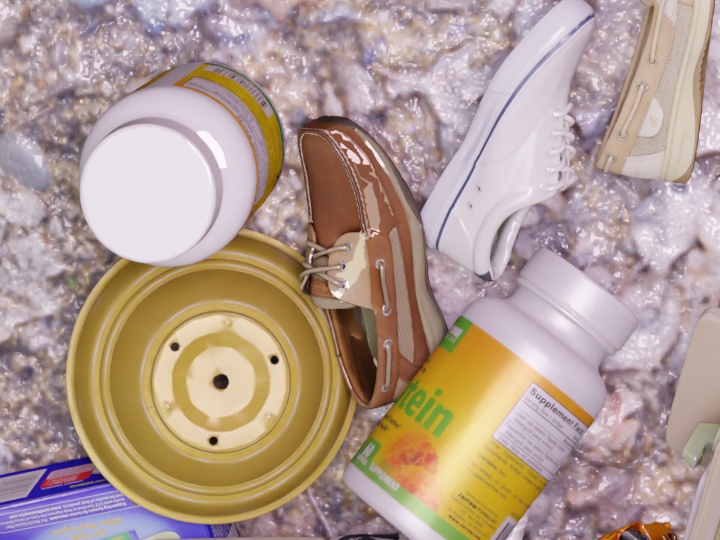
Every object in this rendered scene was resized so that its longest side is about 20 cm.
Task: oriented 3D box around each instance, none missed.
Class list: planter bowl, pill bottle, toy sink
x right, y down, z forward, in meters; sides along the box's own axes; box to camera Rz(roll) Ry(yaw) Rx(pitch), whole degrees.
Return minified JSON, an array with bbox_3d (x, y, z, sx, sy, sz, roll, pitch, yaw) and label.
[{"bbox_3d":[-0.094,0.071,1.615,0.199,0.083,0.202,0,91,-8],"label":"planter bowl"},{"bbox_3d":[-0.114,-0.065,1.543,0.112,0.200,0.114,1,102,6],"label":"pill bottle"},{"bbox_3d":[0.273,0.135,1.545,0.199,0.112,0.131,25,135,17],"label":"toy sink"},{"bbox_3d":[0.089,0.088,1.585,0.111,0.111,0.200,37,88,-3],"label":"pill bottle"}]

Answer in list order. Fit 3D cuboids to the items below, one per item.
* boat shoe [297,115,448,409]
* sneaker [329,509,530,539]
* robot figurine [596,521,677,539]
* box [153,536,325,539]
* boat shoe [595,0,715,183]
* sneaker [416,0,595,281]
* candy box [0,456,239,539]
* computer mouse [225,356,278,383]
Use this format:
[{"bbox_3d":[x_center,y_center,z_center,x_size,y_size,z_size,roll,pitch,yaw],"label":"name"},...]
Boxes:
[{"bbox_3d":[0.000,0.000,1.598,0.075,0.074,0.201,6,122,51],"label":"boat shoe"},{"bbox_3d":[0.035,0.194,1.676,0.129,0.080,0.200,22,115,2],"label":"sneaker"},{"bbox_3d":[0.143,0.213,1.594,0.145,0.200,0.058,-34,79,21],"label":"robot figurine"},{"bbox_3d":[-0.094,0.260,1.585,0.127,0.200,0.110,-1,107,11],"label":"box"},{"bbox_3d":[0.186,-0.152,1.526,0.063,0.073,0.202,5,118,5],"label":"boat shoe"},{"bbox_3d":[0.109,-0.082,1.564,0.071,0.073,0.201,37,124,14],"label":"sneaker"},{"bbox_3d":[-0.162,0.233,1.733,0.168,0.077,0.201,-12,105,14],"label":"candy box"},{"bbox_3d":[-0.092,0.028,1.669,0.058,0.034,0.201,-31,100,21],"label":"computer mouse"}]
